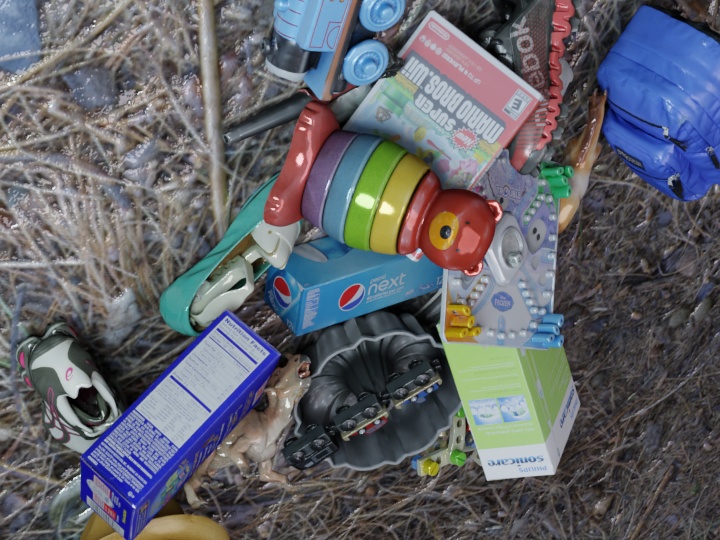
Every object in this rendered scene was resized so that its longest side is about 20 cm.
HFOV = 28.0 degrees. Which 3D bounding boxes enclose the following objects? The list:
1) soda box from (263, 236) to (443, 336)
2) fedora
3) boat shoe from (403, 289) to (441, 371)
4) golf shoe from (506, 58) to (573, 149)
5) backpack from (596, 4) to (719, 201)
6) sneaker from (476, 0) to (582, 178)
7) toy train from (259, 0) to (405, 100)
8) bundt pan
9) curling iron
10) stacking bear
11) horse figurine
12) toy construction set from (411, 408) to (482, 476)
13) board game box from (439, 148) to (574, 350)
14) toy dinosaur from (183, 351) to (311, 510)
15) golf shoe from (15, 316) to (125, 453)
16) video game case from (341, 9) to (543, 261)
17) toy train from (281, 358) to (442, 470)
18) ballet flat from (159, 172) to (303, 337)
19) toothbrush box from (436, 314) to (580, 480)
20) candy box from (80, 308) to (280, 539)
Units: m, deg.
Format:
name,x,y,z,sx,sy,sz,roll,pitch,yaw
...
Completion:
name,x,y,z,sx,sy,sz,roll,pitch,yaw
soda box,0.000,0.000,1.518,0.199,0.068,0.064,-17,134,-33
fedora,-0.241,0.297,1.537,0.199,0.082,0.201,-14,140,-12
boat shoe,0.083,0.080,1.682,0.200,0.057,0.067,-47,143,2
golf shoe,0.167,-0.142,1.545,0.097,0.078,0.201,4,123,-52
backpack,0.355,-0.183,1.599,0.168,0.162,0.200,-54,141,-4
sneaker,0.157,-0.194,1.429,0.097,0.071,0.202,10,81,-12
toy train,-0.022,-0.245,1.260,0.114,0.087,0.201,-1,128,-32
bundt pan,0.014,0.125,1.610,0.201,0.076,0.203,-9,128,-11
curling iron,-0.043,-0.166,1.353,0.199,0.026,0.050,-26,169,-20
stacking bear,0.030,-0.062,1.336,0.114,0.199,0.122,-3,115,-77
horse figurine,0.222,-0.094,1.602,0.201,0.050,0.133,-61,-179,-8
toy construction set,0.137,0.196,1.814,0.200,0.092,0.132,14,90,-57
board game box,0.153,-0.023,1.465,0.199,0.026,0.201,7,86,-51
toy dinosaur,-0.138,0.168,1.522,0.199,0.136,0.086,-12,154,-1
golf shoe,-0.264,0.135,1.378,0.077,0.088,0.200,-38,144,-13
video game case,0.062,-0.131,1.396,0.200,0.143,0.017,-53,162,10
toy train,0.006,0.157,1.562,0.199,0.034,0.046,-33,133,7
ballet flat,-0.109,-0.009,1.403,0.200,0.070,0.067,-46,139,-1
toothbrush box,0.168,0.107,1.598,0.201,0.086,0.146,69,27,-21
candy box,-0.175,0.150,1.382,0.200,0.077,0.169,-46,173,-23
